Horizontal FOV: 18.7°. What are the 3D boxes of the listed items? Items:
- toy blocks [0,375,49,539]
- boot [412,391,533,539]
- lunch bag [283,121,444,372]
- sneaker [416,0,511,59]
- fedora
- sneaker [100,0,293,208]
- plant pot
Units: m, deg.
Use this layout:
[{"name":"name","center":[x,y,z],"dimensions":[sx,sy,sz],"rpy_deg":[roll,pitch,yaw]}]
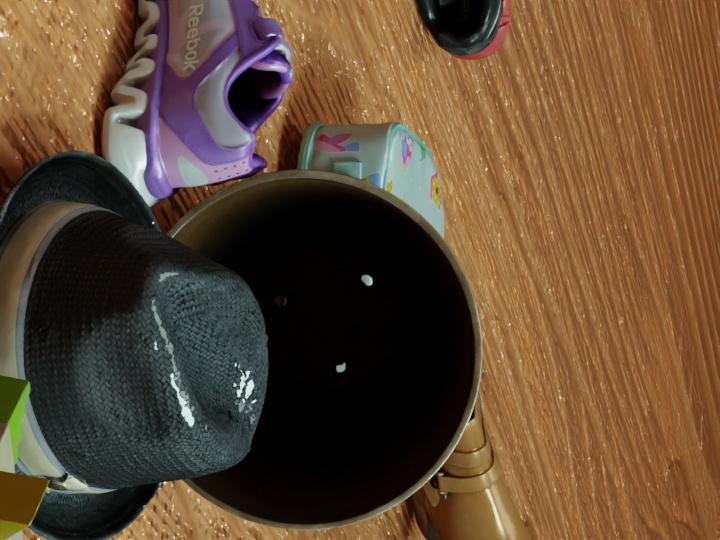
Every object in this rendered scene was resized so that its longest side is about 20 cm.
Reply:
[{"name":"toy blocks","center":[-0.178,0.155,0.847],"dimensions":[0.201,0.099,0.137],"rpy_deg":[-71,166,-49]},{"name":"boot","center":[0.094,0.167,1.623],"dimensions":[0.200,0.076,0.156],"rpy_deg":[-126,-155,-48]},{"name":"lunch bag","center":[0.000,0.000,1.442],"dimensions":[0.160,0.077,0.202],"rpy_deg":[26,65,-70]},{"name":"sneaker","center":[0.079,-0.260,1.711],"dimensions":[0.098,0.070,0.202],"rpy_deg":[-46,135,-70]},{"name":"fedora","center":[-0.102,0.039,1.032],"dimensions":[0.200,0.091,0.202],"rpy_deg":[2,90,-67]},{"name":"sneaker","center":[-0.075,-0.124,1.169],"dimensions":[0.081,0.088,0.201],"rpy_deg":[59,34,-58]},{"name":"plant pot","center":[-0.023,0.034,1.231],"dimensions":[0.200,0.185,0.189],"rpy_deg":[-47,137,-84]}]
